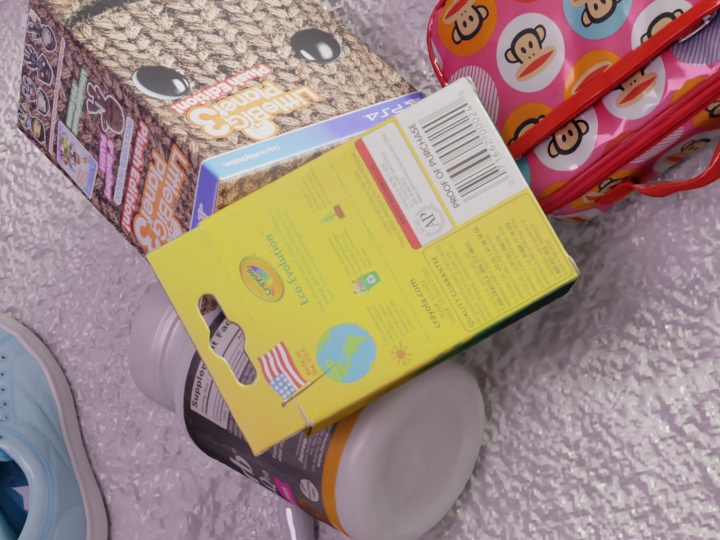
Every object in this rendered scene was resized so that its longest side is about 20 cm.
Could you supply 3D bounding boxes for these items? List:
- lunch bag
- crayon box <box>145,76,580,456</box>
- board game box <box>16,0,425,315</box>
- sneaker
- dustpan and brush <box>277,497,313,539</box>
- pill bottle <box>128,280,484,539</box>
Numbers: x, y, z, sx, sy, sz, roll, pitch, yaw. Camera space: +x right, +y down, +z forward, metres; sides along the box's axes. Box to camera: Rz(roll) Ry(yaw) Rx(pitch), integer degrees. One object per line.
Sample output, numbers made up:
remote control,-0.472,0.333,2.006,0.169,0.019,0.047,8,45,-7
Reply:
lunch bag,0.146,-0.119,1.350,0.200,0.082,0.177,-37,65,26
crayon box,0.000,0.000,1.307,0.199,0.051,0.128,-28,82,-8
board game box,-0.081,-0.090,1.439,0.200,0.159,0.097,43,138,33
sneaker,-0.228,0.103,1.567,0.074,0.082,0.201,-43,59,20
dustpan and brush,-0.035,0.213,1.431,0.139,0.057,0.202,-17,77,30
pill bottle,-0.035,0.070,1.414,0.199,0.116,0.117,26,96,37
